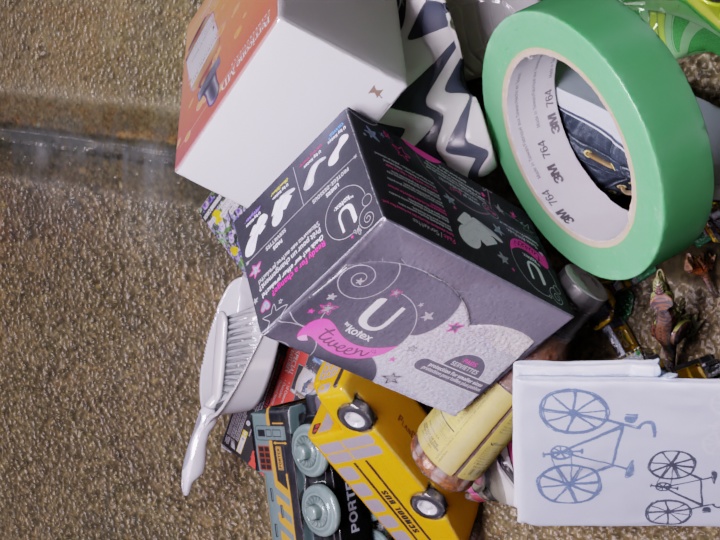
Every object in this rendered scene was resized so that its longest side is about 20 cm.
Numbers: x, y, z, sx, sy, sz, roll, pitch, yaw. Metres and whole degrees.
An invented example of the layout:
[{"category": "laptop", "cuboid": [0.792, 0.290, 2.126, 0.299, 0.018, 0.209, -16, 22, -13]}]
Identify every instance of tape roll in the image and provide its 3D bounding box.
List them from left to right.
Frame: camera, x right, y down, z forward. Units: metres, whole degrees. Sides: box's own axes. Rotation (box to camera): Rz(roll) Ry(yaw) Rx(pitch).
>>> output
[{"category": "tape roll", "cuboid": [0.162, -0.094, 1.032, 0.201, 0.048, 0.201, 50, 155, 34]}]

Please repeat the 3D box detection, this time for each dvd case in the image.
[{"category": "dvd case", "cuboid": [-0.033, 0.148, 1.346, 0.199, 0.022, 0.147, 31, 113, 30]}]

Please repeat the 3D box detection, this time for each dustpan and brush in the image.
[{"category": "dustpan and brush", "cuboid": [-0.125, 0.107, 1.339, 0.139, 0.057, 0.202, -156, 72, -67]}]

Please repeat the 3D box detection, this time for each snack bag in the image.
[{"category": "snack bag", "cuboid": [0.207, 0.127, 1.058, 0.198, 0.022, 0.190, 0, 138, 8]}]

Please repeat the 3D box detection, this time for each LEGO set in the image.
[{"category": "LEGO set", "cuboid": [0.231, 0.035, 1.081, 0.199, 0.115, 0.155, -26, 80, 35]}]

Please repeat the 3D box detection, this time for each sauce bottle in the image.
[{"category": "sauce bottle", "cuboid": [0.115, 0.082, 1.125, 0.066, 0.066, 0.200, 48, 116, 21]}]

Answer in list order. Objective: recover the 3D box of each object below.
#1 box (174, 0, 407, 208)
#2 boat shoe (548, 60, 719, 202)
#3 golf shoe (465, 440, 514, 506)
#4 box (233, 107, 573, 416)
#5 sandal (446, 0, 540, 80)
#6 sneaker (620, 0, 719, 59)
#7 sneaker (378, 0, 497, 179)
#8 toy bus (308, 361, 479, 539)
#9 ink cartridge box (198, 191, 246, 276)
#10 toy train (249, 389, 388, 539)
[{"category": "box", "cuboid": [-0.054, -0.161, 1.095, 0.153, 0.106, 0.201, -51, 26, 31]}, {"category": "boat shoe", "cuboid": [0.212, -0.086, 1.090, 0.200, 0.070, 0.091, 41, 154, 41]}, {"category": "golf shoe", "cuboid": [0.128, 0.093, 1.198, 0.091, 0.073, 0.202, 2, 105, 23]}, {"category": "box", "cuboid": [0.030, 0.002, 1.049, 0.132, 0.199, 0.115, -43, 42, 25]}, {"category": "sandal", "cuboid": [0.056, -0.175, 1.207, 0.201, 0.050, 0.083, -26, 78, 6]}, {"category": "sneaker", "cuboid": [0.232, -0.188, 1.096, 0.199, 0.074, 0.084, 30, 138, 26]}, {"category": "sneaker", "cuboid": [0.019, -0.150, 1.143, 0.128, 0.079, 0.201, -18, 81, 6]}, {"category": "toy bus", "cuboid": [0.025, 0.150, 1.214, 0.078, 0.065, 0.200, -17, 122, 37]}, {"category": "ink cartridge box", "cuboid": [-0.042, 0.002, 1.280, 0.201, 0.109, 0.050, 52, 123, 19]}, {"category": "toy train", "cuboid": [-0.037, 0.202, 1.298, 0.113, 0.085, 0.202, -4, 95, 48]}]
